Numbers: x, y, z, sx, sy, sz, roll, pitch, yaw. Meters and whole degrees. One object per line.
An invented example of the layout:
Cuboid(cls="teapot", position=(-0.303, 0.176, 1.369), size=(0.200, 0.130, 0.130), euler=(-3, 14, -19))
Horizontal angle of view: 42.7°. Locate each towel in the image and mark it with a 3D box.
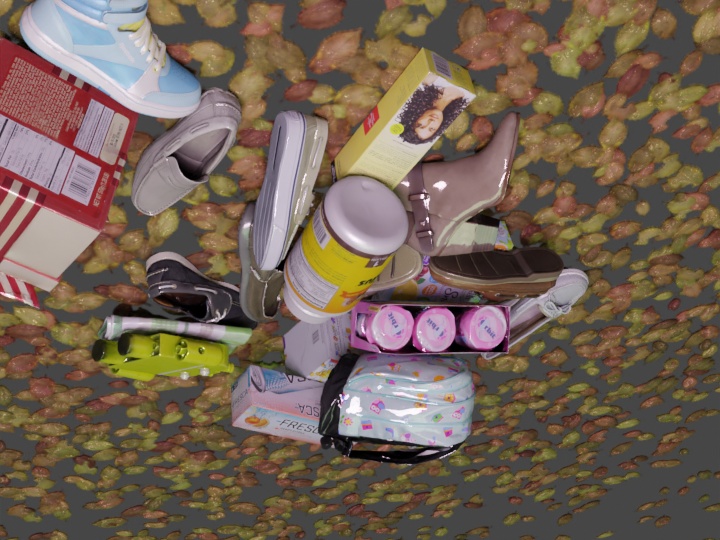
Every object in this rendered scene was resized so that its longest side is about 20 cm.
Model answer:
Cuboid(cls="towel", position=(-0.266, 0.097, 1.306), size=(0.197, 0.031, 0.149), euler=(7, 165, -20))

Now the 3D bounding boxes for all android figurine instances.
Cuboid(cls="android figurine", position=(-0.267, 0.123, 1.289), size=(0.180, 0.042, 0.199), euler=(-14, 158, 37))

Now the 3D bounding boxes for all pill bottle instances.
Cuboid(cls="pill bottle", position=(-0.027, -0.017, 1.142), size=(0.108, 0.110, 0.200), euler=(9, 143, -23))

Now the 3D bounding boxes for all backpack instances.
Cuboid(cls="backpack", position=(0.054, 0.174, 1.232), size=(0.197, 0.167, 0.128), euler=(6, 111, 12))

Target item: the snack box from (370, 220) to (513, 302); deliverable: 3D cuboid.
Cuboid(cls="snack box", position=(0.111, 0.008, 1.316), size=(0.140, 0.053, 0.201), euler=(5, 136, -21))

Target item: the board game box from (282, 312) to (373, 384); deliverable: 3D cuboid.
Cuboid(cls="board game box", position=(-0.008, 0.146, 1.413), size=(0.199, 0.106, 0.103), euler=(24, 130, -34))

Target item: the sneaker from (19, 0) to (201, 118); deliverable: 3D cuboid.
Cuboid(cls="sneaker", position=(-0.223, -0.239, 0.924), size=(0.199, 0.080, 0.130), euler=(22, 132, -35))

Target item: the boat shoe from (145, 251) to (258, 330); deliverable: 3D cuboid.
Cuboid(cls="boat shoe", position=(-0.216, 0.048, 1.278), size=(0.071, 0.068, 0.199), euler=(-34, 137, 22))

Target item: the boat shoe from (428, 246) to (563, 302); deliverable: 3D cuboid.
Cuboid(cls="boat shoe", position=(0.179, 0.013, 1.244), size=(0.197, 0.072, 0.068), euler=(3, 134, -19))

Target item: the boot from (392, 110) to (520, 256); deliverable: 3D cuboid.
Cuboid(cls="boot", position=(0.112, -0.111, 1.159), size=(0.144, 0.070, 0.203), euler=(12, 106, 7))

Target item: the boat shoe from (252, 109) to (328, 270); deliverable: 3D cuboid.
Cuboid(cls="boat shoe", position=(-0.083, -0.091, 1.103), size=(0.061, 0.072, 0.202), euler=(2, 117, -26))

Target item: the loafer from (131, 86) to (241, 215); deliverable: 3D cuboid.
Cuboid(cls="loafer", position=(-0.206, -0.126, 1.067), size=(0.069, 0.070, 0.200), euler=(20, 131, -33))

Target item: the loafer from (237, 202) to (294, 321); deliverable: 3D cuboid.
Cuboid(cls="loafer", position=(-0.121, -0.001, 1.223), size=(0.069, 0.076, 0.201), euler=(11, 140, 8))

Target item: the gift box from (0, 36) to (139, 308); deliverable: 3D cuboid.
Cuboid(cls="gift box", position=(-0.343, -0.087, 0.958), size=(0.199, 0.186, 0.186), euler=(31, 143, -25))

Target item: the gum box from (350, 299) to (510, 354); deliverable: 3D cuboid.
Cuboid(cls="gum box", position=(0.087, 0.075, 1.239), size=(0.197, 0.067, 0.113), euler=(2, 180, -20))

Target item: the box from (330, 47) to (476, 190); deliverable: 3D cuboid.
Cuboid(cls="box", position=(0.046, -0.166, 1.097), size=(0.075, 0.051, 0.200), euler=(17, 133, -29))

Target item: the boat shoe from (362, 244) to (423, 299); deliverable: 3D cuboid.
Cuboid(cls="boat shoe", position=(0.000, 0.000, 1.262), size=(0.198, 0.076, 0.068), euler=(-8, 166, 25))

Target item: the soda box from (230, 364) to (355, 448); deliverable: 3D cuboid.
Cuboid(cls="soda box", position=(-0.085, 0.199, 1.323), size=(0.198, 0.069, 0.064), euler=(19, 134, -30))

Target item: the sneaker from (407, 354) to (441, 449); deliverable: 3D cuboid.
Cuboid(cls="sneaker", position=(0.094, 0.166, 1.352), size=(0.079, 0.071, 0.203), euler=(-9, 111, -23))

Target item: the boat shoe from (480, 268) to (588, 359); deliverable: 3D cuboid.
Cuboid(cls="boat shoe", position=(0.264, 0.066, 1.414), size=(0.201, 0.065, 0.074), euler=(-30, 137, 22))
